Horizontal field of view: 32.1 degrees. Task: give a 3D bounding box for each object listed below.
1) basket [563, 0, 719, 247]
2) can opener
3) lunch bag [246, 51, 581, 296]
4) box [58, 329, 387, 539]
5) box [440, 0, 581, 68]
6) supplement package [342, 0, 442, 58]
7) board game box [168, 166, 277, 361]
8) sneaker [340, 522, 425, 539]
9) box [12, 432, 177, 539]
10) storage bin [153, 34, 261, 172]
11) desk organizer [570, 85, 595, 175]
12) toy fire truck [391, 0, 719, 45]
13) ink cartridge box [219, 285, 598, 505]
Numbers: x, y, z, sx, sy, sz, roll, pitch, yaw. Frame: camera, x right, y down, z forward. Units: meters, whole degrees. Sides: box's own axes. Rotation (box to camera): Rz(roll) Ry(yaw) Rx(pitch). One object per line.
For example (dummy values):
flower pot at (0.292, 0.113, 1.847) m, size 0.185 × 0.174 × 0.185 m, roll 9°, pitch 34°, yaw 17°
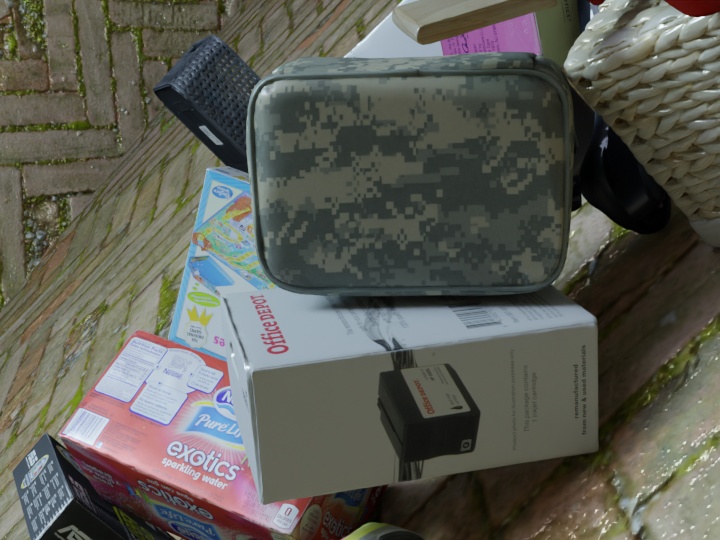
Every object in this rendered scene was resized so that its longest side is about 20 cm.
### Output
basket at (0.254, -0.146, 0.704) m, size 0.199 × 0.161 × 0.199 m, roll -18°, pitch 35°, yaw 59°
can opener at (0.181, -0.120, 0.847) m, size 0.079 × 0.063 × 0.202 m, roll -36°, pitch 49°, yaw 54°
lunch bag at (0.039, -0.067, 0.776) m, size 0.197 × 0.141 × 0.168 m, roll -2°, pitch 16°, yaw 7°
box at (-0.092, 0.130, 0.859) m, size 0.198 × 0.096 × 0.100 m, roll 17°, pitch 57°, yaw 27°
box at (0.146, -0.244, 0.939) m, size 0.199 × 0.178 × 0.096 m, roll -21°, pitch 12°, yaw -40°
supplement package at (0.080, -0.180, 1.124) m, size 0.114 × 0.110 × 0.200 m, roll -42°, pitch -5°, yaw 16°
board game box at (-0.035, 0.020, 0.900) m, size 0.034 × 0.198 × 0.136 m, roll -16°, pitch -56°, yaw -66°
sneaker at (-0.034, 0.226, 0.736) m, size 0.200 × 0.078 × 0.090 m, roll -42°, pitch 10°, yaw -3°
box at (-0.183, 0.208, 0.947) m, size 0.044 × 0.160 × 0.200 m, roll -48°, pitch 18°, yaw -9°
storage bin at (-0.174, -0.214, 1.717) m, size 0.094 × 0.200 × 0.135 m, roll -50°, pitch 19°, yaw -11°
desk organizer at (0.102, -0.061, 1.006) m, size 0.201 × 0.072 × 0.077 m, roll -51°, pitch 17°, yaw -10°
toy fire truck at (0.125, -0.172, 0.631) m, size 0.201 × 0.128 × 0.176 m, roll -57°, pitch 17°, yaw 12°
ink cartridge box at (0.024, 0.059, 0.746) m, size 0.197 × 0.085 × 0.145 m, roll -7°, pitch 16°, yaw -11°
